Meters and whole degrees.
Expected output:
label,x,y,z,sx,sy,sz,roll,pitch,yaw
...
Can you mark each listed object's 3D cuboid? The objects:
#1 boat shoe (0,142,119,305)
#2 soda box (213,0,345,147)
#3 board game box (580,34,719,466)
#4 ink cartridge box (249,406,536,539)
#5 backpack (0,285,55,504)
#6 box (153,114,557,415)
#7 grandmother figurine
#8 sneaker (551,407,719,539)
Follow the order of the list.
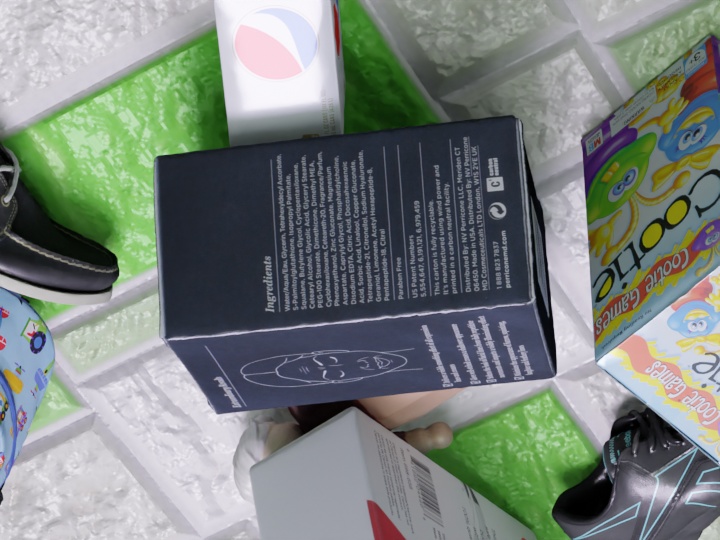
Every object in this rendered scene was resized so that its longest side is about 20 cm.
label,x,y,z,sx,sy,sz,roll,pitch,yaw
boat shoe,-0.215,-0.041,1.567,0.199,0.072,0.068,28,106,-21
soda box,-0.046,-0.162,1.474,0.063,0.068,0.201,-3,126,3
board game box,0.190,-0.013,1.493,0.105,0.201,0.103,38,119,-23
ink cartridge box,0.034,0.192,1.647,0.083,0.145,0.200,-31,138,22
backpack,-0.273,0.082,1.601,0.182,0.135,0.200,25,134,-15
box,0.000,0.000,1.529,0.199,0.108,0.149,-6,162,6
grandmother figurine,0.003,0.075,1.652,0.200,0.061,0.121,-35,109,21
sneaker,0.193,0.110,1.659,0.079,0.076,0.200,30,121,-16
